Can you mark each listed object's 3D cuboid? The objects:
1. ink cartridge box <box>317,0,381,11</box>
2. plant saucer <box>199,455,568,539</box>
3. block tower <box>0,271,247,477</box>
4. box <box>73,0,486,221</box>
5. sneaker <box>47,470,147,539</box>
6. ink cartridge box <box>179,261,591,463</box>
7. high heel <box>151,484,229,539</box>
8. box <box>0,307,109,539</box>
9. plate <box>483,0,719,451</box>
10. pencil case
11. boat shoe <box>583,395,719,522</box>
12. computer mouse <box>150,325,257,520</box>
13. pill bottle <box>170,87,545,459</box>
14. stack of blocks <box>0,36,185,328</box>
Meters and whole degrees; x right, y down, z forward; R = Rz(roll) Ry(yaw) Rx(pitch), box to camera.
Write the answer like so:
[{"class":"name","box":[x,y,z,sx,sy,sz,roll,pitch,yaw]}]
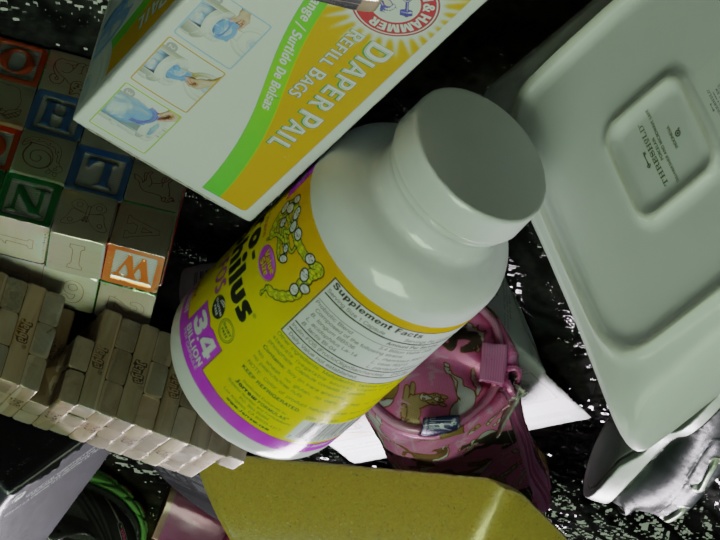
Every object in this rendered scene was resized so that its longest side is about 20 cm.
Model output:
[{"class":"ink cartridge box","box":[-0.047,-0.217,0.966,0.164,0.202,0.075,13,-177,-4]},{"class":"plant saucer","box":[0.029,0.168,1.369,0.199,0.049,0.200,2,154,32]},{"class":"block tower","box":[-0.150,0.046,1.230,0.199,0.054,0.058,20,157,-16]},{"class":"box","box":[-0.030,-0.132,1.123,0.101,0.113,0.200,29,136,-21]},{"class":"sneaker","box":[-0.217,0.140,1.506,0.199,0.084,0.077,29,136,-20]},{"class":"ink cartridge box","box":[0.017,0.041,1.382,0.162,0.057,0.200,-12,155,25]},{"class":"high heel","box":[-0.096,0.207,1.568,0.095,0.068,0.200,18,140,-5]},{"class":"box","box":[-0.245,0.068,1.339,0.200,0.123,0.199,47,138,8]},{"class":"plate","box":[0.141,-0.054,1.100,0.032,0.201,0.200,6,143,-44]},{"class":"pencil case","box":[0.052,0.086,1.329,0.082,0.087,0.200,-32,153,-6]},{"class":"boat shoe","box":[0.188,0.078,1.351,0.060,0.076,0.200,21,151,-10]},{"class":"computer mouse","box":[-0.101,0.075,1.409,0.138,0.053,0.200,22,156,38]},{"class":"pill bottle","box":[0.000,0.000,1.171,0.104,0.105,0.200,29,134,-20]},{"class":"stack of blocks","box":[-0.186,-0.056,1.247,0.199,0.116,0.059,15,140,-4]}]
